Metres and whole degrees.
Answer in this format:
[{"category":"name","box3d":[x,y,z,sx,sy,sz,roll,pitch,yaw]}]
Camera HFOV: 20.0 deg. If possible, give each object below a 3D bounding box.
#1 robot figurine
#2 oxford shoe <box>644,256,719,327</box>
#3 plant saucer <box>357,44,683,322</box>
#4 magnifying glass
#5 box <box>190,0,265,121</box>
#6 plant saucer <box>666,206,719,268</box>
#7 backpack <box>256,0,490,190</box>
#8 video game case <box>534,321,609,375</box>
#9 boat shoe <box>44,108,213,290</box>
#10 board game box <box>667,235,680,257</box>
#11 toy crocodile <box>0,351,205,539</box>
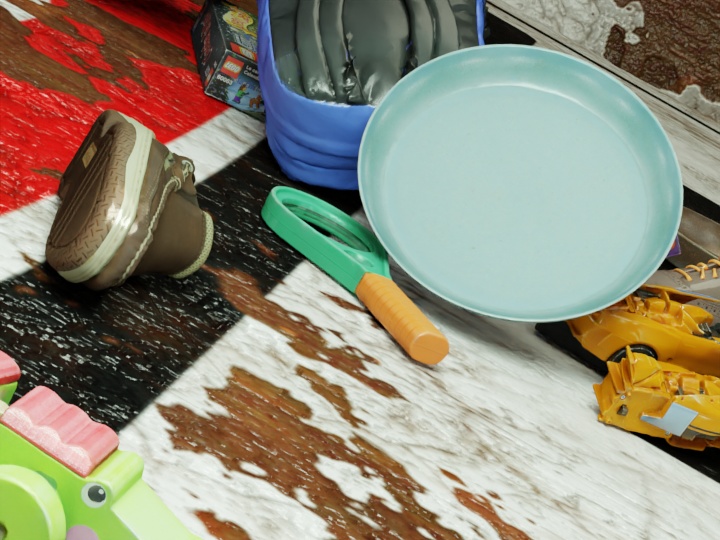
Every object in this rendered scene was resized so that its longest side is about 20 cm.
[{"category":"robot figurine","box3d":[0.228,0.066,1.267,0.199,0.058,0.145,11,37,-23]},{"category":"oxford shoe","box3d":[0.220,0.016,1.367,0.200,0.073,0.071,20,17,-32]},{"category":"plant saucer","box3d":[0.097,-0.050,1.252,0.200,0.200,0.027,33,-28,14]},{"category":"magnifying glass","box3d":[0.000,0.000,1.198,0.079,0.022,0.200,21,17,-32]},{"category":"box","box3d":[-0.058,-0.149,1.579,0.136,0.038,0.200,25,14,-16]},{"category":"plant saucer","box3d":[0.334,-0.006,1.868,0.200,0.035,0.200,28,13,-7]},{"category":"backpack","box3d":[0.011,-0.142,1.392,0.162,0.168,0.200,-5,49,-2]},{"category":"video game case","box3d":[0.223,0.068,1.391,0.200,0.026,0.181,31,14,9]},{"category":"boat shoe","box3d":[-0.102,-0.030,0.994,0.075,0.075,0.202,32,12,-13]},{"category":"board game box","box3d":[0.166,-0.028,1.466,0.200,0.120,0.032,-60,130,-76]},{"category":"toy crocodile","box3d":[-0.133,0.048,0.669,0.200,0.062,0.067,32,14,8]}]
